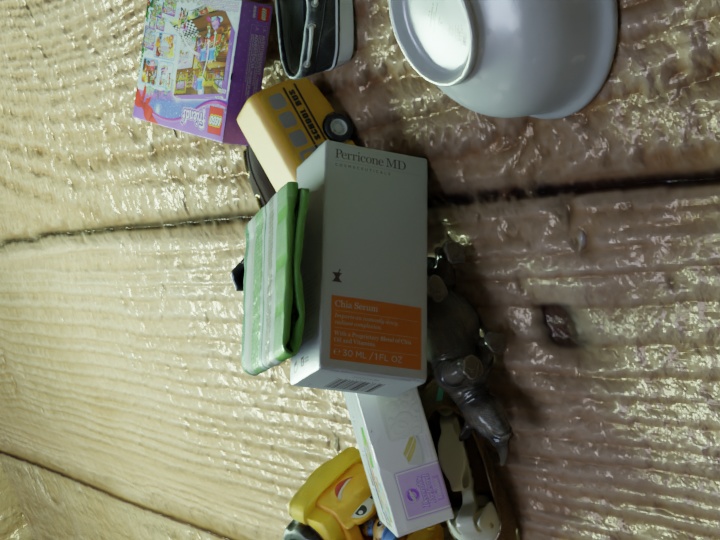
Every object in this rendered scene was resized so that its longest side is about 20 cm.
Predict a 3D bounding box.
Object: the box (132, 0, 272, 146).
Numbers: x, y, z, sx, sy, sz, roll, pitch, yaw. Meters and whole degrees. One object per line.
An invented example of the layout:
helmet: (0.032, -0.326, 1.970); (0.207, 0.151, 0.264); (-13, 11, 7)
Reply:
box: (-0.163, -0.208, 1.396); (0.200, 0.039, 0.138); (21, 105, 52)

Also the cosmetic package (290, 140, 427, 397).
cosmetic package: (0.000, 0.000, 1.183); (0.071, 0.101, 0.201); (145, 129, -61)

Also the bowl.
bowl: (0.083, -0.191, 0.990); (0.201, 0.090, 0.202); (41, 145, 38)

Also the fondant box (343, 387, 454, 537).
fondant box: (0.031, 0.166, 1.306); (0.200, 0.058, 0.145); (118, 136, -84)

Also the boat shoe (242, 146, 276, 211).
boat shoe: (-0.064, -0.059, 1.345); (0.060, 0.071, 0.201); (-50, 56, 52)

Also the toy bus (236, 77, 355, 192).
toy bus: (-0.031, -0.080, 1.286); (0.201, 0.078, 0.065); (60, 152, 8)

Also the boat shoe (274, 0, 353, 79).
boat shoe: (-0.052, -0.260, 1.185); (0.074, 0.068, 0.200); (39, 142, 39)

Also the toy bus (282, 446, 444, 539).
toy bus: (0.034, 0.307, 1.440); (0.191, 0.136, 0.201); (11, 127, 43)

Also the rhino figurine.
rhino figurine: (0.091, 0.078, 1.220); (0.201, 0.060, 0.087); (68, 157, 2)

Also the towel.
towel: (-0.073, 0.013, 1.208); (0.200, 0.030, 0.150); (152, 120, -73)

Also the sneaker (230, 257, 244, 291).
sneaker: (-0.060, 0.004, 1.405); (0.200, 0.078, 0.071); (-2, 110, 60)

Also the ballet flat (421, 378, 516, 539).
ballet flat: (0.098, 0.198, 1.291); (0.067, 0.072, 0.201); (-10, 105, 15)
